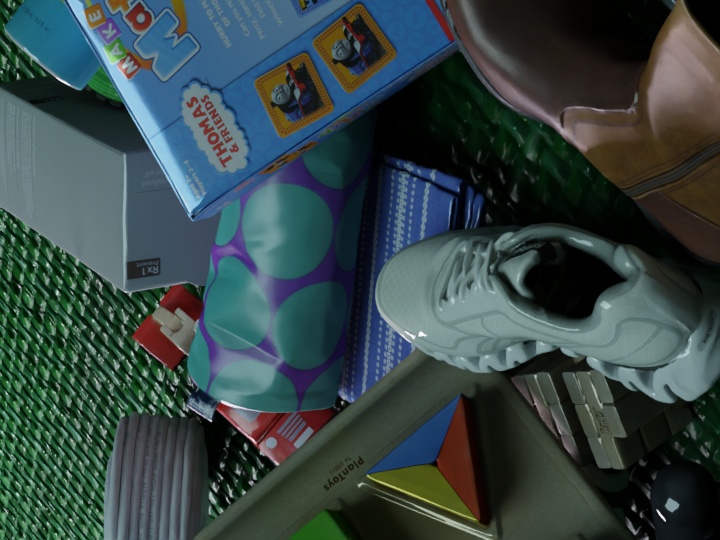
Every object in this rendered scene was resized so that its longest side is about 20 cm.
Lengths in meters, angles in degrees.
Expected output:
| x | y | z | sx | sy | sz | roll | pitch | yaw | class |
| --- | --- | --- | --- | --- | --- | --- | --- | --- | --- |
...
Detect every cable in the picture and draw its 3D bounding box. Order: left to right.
| x | y | z | sx | sy | sz | roll | pitch | yaw | class |
| --- | --- | --- | --- | --- | --- | --- | --- | --- | --- |
| -0.140 | 0.200 | 1.298 | 0.200 | 0.068 | 0.203 | 108 | 163 | -83 | cable |

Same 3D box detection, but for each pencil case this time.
| x | y | z | sx | sy | sz | roll | pitch | yaw | class |
| --- | --- | --- | --- | --- | --- | --- | --- | --- | --- |
| -0.044 | -0.023 | 0.987 | 0.092 | 0.085 | 0.202 | 19 | 114 | 23 | pencil case |

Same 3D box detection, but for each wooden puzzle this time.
| x | y | z | sx | sy | sz | roll | pitch | yaw | class |
| --- | --- | --- | --- | --- | --- | --- | --- | --- | --- |
| 0.038 | 0.157 | 0.904 | 0.201 | 0.185 | 0.046 | 51 | -178 | 12 | wooden puzzle |

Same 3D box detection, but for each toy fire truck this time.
| x | y | z | sx | sy | sz | roll | pitch | yaw | class |
| --- | --- | --- | --- | --- | --- | --- | --- | --- | --- |
| -0.080 | 0.064 | 1.158 | 0.141 | 0.049 | 0.200 | 41 | 174 | 3 | toy fire truck |

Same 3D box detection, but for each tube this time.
| x | y | z | sx | sy | sz | roll | pitch | yaw | class |
| --- | --- | --- | --- | --- | --- | --- | --- | --- | --- |
| -0.102 | -0.186 | 0.958 | 0.077 | 0.201 | 0.050 | 40 | -176 | 24 | tube |

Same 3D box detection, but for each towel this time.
| x | y | z | sx | sy | sz | roll | pitch | yaw | class |
| --- | --- | --- | --- | --- | --- | --- | --- | --- | --- |
| 0.000 | 0.000 | 1.023 | 0.199 | 0.024 | 0.147 | 26 | 116 | 54 | towel |

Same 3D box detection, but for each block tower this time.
| x | y | z | sx | sy | sz | roll | pitch | yaw | class |
| --- | --- | --- | --- | --- | --- | --- | --- | --- | --- |
| 0.086 | 0.066 | 0.975 | 0.199 | 0.058 | 0.055 | -7 | 108 | 58 | block tower |

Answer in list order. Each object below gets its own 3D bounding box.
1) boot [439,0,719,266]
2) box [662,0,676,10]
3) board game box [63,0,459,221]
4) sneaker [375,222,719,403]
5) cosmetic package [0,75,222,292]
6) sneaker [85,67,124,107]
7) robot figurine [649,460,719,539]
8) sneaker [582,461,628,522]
| x | y | z | sx | sy | sz | roll | pitch | yaw | class |
| --- | --- | --- | --- | --- | --- | --- | --- | --- | --- |
| 0.106 | -0.077 | 0.731 | 0.189 | 0.068 | 0.200 | 54 | 177 | 3 | boot |
| 0.209 | -0.105 | 0.676 | 0.201 | 0.047 | 0.194 | 52 | 146 | 15 | box |
| -0.036 | -0.141 | 0.890 | 0.199 | 0.037 | 0.152 | -32 | 87 | 15 | board game box |
| 0.074 | 0.006 | 0.852 | 0.199 | 0.076 | 0.081 | 5 | 163 | 46 | sneaker |
| -0.135 | -0.058 | 1.109 | 0.199 | 0.106 | 0.091 | 22 | 117 | 54 | cosmetic package |
| -0.096 | -0.138 | 1.073 | 0.199 | 0.078 | 0.086 | 16 | 121 | 38 | sneaker |
| 0.205 | 0.089 | 0.728 | 0.125 | 0.150 | 0.200 | 41 | 170 | 29 | robot figurine |
| 0.089 | 0.132 | 1.027 | 0.199 | 0.073 | 0.081 | 3 | 79 | 64 | sneaker |
